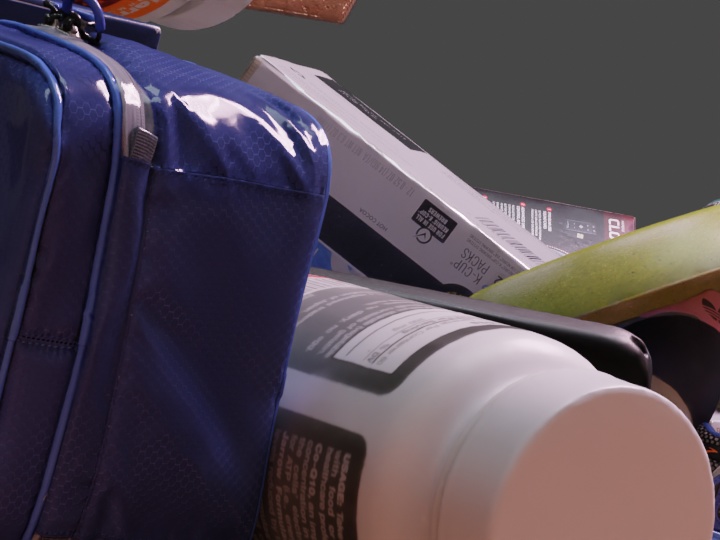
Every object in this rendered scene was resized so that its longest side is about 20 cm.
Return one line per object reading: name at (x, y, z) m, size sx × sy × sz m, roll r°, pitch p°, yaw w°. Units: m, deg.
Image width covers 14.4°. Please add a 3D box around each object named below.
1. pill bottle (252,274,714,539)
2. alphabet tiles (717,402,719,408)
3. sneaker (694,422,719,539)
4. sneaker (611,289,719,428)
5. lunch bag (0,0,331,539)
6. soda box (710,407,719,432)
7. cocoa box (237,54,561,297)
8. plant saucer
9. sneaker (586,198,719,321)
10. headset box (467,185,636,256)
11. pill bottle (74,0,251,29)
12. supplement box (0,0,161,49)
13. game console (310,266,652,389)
pill bottle at (0.023, 0.070, 0.992) m, size 0.113 × 0.115 × 0.200 m, roll 9°, pitch 4°, yaw -36°
alphabet tiles at (0.180, 0.075, 1.532) m, size 0.199 × 0.015 × 0.195 m, roll -21°, pitch -20°, yaw 27°
sneaker at (0.195, 0.107, 1.286) m, size 0.075 × 0.079 × 0.200 m, roll 13°, pitch 3°, yaw 28°
sneaker at (0.116, 0.064, 1.338) m, size 0.070 × 0.082 × 0.200 m, roll 45°, pitch -26°, yaw -10°
lunch bag at (-0.107, 0.004, 0.966) m, size 0.132 × 0.201 × 0.136 m, roll 5°, pitch 11°, yaw -38°
soda box at (0.221, 0.110, 1.497) m, size 0.199 × 0.064 × 0.068 m, roll 7°, pitch 3°, yaw -41°
cocoa box at (0.000, 0.000, 1.501) m, size 0.200 × 0.132 × 0.133 m, roll 38°, pitch 9°, yaw 12°
plant saucer at (0.122, 0.004, 1.287) m, size 0.199 × 0.031 × 0.200 m, roll -18°, pitch -5°, yaw -2°
sneaker at (0.170, 0.004, 1.468) m, size 0.199 × 0.080 × 0.071 m, roll 3°, pitch -23°, yaw -39°
headset box at (0.078, 0.031, 1.657) m, size 0.199 × 0.075 × 0.149 m, roll 10°, pitch 48°, yaw -8°
pill bottle at (-0.119, -0.166, 1.211) m, size 0.109 × 0.110 × 0.200 m, roll 12°, pitch -2°, yaw 29°
supplement box at (-0.200, -0.025, 1.192) m, size 0.134 × 0.201 × 0.200 m, roll 12°, pitch 2°, yaw -29°
game console at (0.033, 0.063, 1.261) m, size 0.199 × 0.177 × 0.117 m, roll 10°, pitch 31°, yaw 12°
